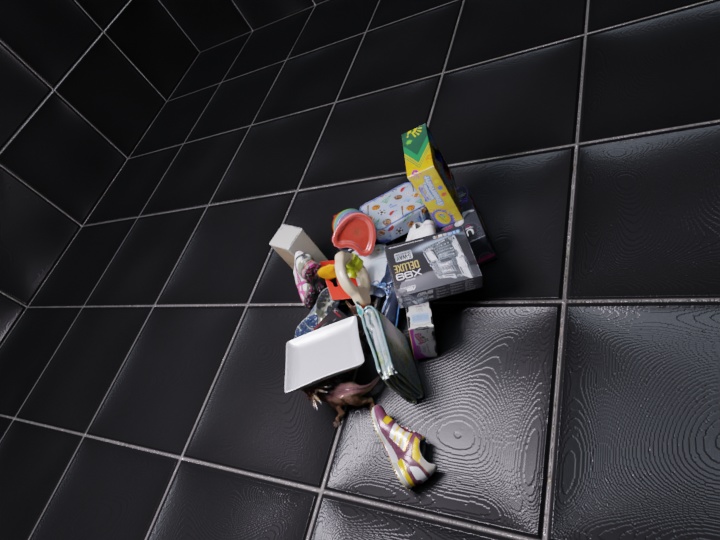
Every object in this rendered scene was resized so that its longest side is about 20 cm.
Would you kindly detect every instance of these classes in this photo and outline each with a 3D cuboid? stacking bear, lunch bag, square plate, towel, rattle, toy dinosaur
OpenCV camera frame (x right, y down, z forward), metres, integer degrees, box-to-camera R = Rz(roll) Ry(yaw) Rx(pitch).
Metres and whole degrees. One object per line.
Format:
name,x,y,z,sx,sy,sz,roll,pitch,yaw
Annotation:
stacking bear,-0.032,-0.125,1.477,0.200,0.121,0.114,-137,67,-71
lunch bag,0.106,-0.176,1.512,0.199,0.076,0.160,-27,44,-8
square plate,-0.089,0.206,1.244,0.199,0.029,0.198,-21,28,4
towel,0.074,0.197,1.190,0.048,0.171,0.201,-28,45,14
rattle,-0.042,0.062,1.315,0.142,0.130,0.201,-21,72,14
toy dinosaur,-0.045,0.295,1.217,0.199,0.136,0.086,-24,46,16

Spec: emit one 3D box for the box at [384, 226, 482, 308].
box,0.168,-0.009,1.199,0.198,0.050,0.158,-14,50,4

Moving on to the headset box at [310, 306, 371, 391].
headset box,-0.079,0.217,1.347,0.200,0.077,0.149,-46,44,-8

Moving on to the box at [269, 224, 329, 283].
box,-0.173,-0.044,1.531,0.095,0.200,0.078,15,65,41

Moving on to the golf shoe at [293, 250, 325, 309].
golf shoe,-0.152,0.026,1.471,0.072,0.201,0.092,-27,52,-26

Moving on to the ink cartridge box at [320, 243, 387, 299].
ink cartridge box,0.000,0.000,1.422,0.198,0.047,0.161,-7,44,-14

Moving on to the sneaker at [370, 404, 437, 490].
sneaker,0.094,0.371,1.115,0.090,0.075,0.201,-29,50,-1

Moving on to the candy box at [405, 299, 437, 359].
candy box,0.142,0.095,1.244,0.061,0.137,0.201,-9,49,6

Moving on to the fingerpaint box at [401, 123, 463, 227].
fingerpaint box,0.184,-0.237,1.288,0.073,0.200,0.168,-20,47,21

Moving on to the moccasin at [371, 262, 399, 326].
moccasin,0.066,0.066,1.316,0.080,0.068,0.202,147,130,-73

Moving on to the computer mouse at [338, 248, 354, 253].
computer mouse,0.000,-0.111,1.582,0.138,0.053,0.201,-1,45,31

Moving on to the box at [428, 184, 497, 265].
box,0.267,-0.108,1.351,0.122,0.106,0.201,-25,46,18

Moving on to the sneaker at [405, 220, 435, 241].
sneaker,0.154,-0.068,1.366,0.200,0.074,0.100,140,131,-62

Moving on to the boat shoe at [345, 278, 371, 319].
boat shoe,-0.020,0.048,1.448,0.070,0.070,0.201,-36,42,10

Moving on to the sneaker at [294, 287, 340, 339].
sneaker,-0.114,0.134,1.448,0.201,0.077,0.085,-55,1,9
